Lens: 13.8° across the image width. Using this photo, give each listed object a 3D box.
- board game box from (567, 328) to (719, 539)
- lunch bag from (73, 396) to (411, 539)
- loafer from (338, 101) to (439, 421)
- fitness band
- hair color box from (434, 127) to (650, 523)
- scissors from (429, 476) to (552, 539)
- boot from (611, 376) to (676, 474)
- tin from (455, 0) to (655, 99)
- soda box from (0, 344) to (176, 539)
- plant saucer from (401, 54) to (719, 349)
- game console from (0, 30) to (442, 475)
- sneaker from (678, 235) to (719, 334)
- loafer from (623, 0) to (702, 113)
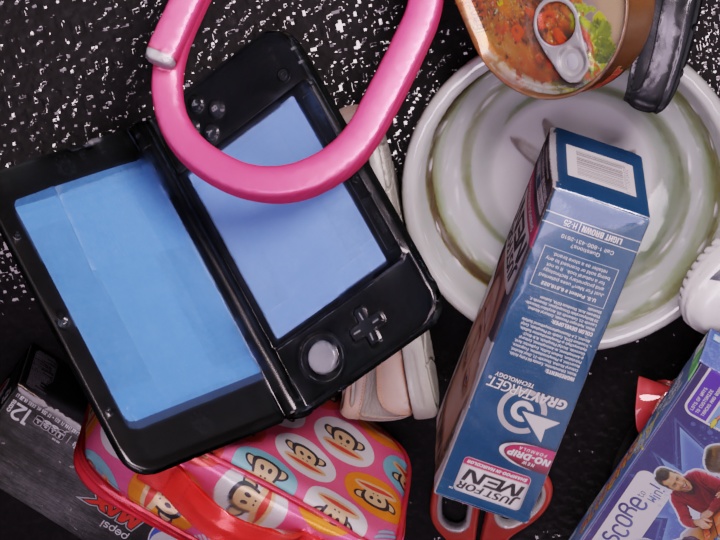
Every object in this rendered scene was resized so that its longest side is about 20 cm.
[{"bbox_3d":[0.217,0.141,1.754,0.135,0.035,0.200,29,129,-1],"label":"board game box"},{"bbox_3d":[-0.067,0.118,1.746,0.200,0.176,0.082,30,111,-9],"label":"lunch bag"},{"bbox_3d":[0.000,0.000,1.750,0.063,0.072,0.201,-10,111,7],"label":"loafer"},{"bbox_3d":[-0.036,-0.136,1.674,0.143,0.037,0.201,26,83,7],"label":"fitness band"},{"bbox_3d":[0.101,0.031,1.690,0.060,0.100,0.201,18,112,-5],"label":"hair color box"},{"bbox_3d":[0.063,0.196,1.863,0.073,0.014,0.201,15,113,-6],"label":"scissors"},{"bbox_3d":[0.248,0.083,1.778,0.144,0.072,0.200,38,113,-11],"label":"boot"},{"bbox_3d":[0.093,-0.192,1.635,0.112,0.042,0.201,-29,80,43],"label":"tin"},{"bbox_3d":[-0.140,0.133,1.817,0.200,0.063,0.071,34,111,-10],"label":"soda box"},{"bbox_3d":[0.124,-0.053,1.735,0.199,0.050,0.201,1,113,2],"label":"plant saucer"},{"bbox_3d":[-0.083,-0.013,1.678,0.176,0.116,0.200,-35,75,24],"label":"game console"},{"bbox_3d":[0.291,0.024,1.693,0.198,0.130,0.080,-7,129,-13],"label":"sneaker"},{"bbox_3d":[0.159,-0.189,1.649,0.070,0.068,0.202,6,92,1],"label":"loafer"}]
